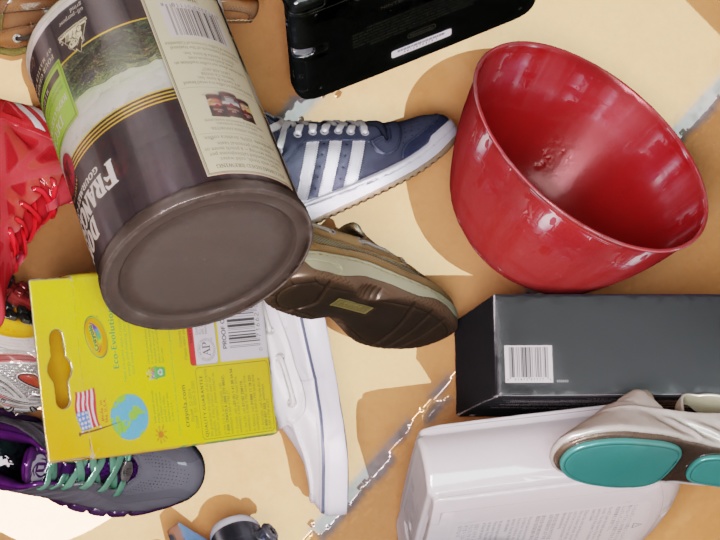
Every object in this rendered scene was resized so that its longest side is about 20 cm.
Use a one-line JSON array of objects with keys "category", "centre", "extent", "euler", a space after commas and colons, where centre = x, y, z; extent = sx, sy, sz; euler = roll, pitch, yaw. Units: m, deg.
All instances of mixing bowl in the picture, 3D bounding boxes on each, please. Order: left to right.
[{"category": "mixing bowl", "centre": [0.139, -0.056, 1.680], "extent": [0.199, 0.201, 0.109], "euler": [31, 125, -9]}]

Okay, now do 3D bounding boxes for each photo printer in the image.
[{"category": "photo printer", "centre": [0.132, 0.160, 1.687], "extent": [0.199, 0.167, 0.070], "euler": [-6, 61, -8]}]

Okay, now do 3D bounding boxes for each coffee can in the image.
[{"category": "coffee can", "centre": [-0.131, -0.083, 1.574], "extent": [0.146, 0.147, 0.201], "euler": [-18, 57, -8]}]

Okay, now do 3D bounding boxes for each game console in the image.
[{"category": "game console", "centre": [0.019, -0.244, 1.677], "extent": [0.199, 0.176, 0.117], "euler": [-22, 59, -12]}]

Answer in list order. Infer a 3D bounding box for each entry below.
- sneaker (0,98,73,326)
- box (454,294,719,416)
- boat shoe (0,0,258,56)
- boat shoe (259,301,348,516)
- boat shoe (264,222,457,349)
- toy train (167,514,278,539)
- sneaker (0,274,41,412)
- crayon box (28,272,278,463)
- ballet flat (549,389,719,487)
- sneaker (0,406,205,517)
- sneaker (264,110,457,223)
[{"category": "sneaker", "centre": [-0.231, -0.044, 1.622], "extent": [0.115, 0.079, 0.201], "euler": [0, 57, -16]}, {"category": "box", "centre": [0.178, 0.063, 1.694], "extent": [0.199, 0.141, 0.079], "euler": [0, 78, -10]}, {"category": "boat shoe", "centre": [-0.169, -0.181, 1.671], "extent": [0.199, 0.072, 0.068], "euler": [3, 97, 0]}, {"category": "boat shoe", "centre": [-0.051, 0.083, 1.703], "extent": [0.065, 0.074, 0.201], "euler": [-10, 84, -5]}, {"category": "boat shoe", "centre": [0.000, 0.000, 1.672], "extent": [0.071, 0.200, 0.077], "euler": [-29, 60, 25]}, {"category": "toy train", "centre": [-0.088, 0.259, 1.644], "extent": [0.114, 0.201, 0.087], "euler": [-37, 134, 14]}, {"category": "sneaker", "centre": [-0.223, 0.064, 1.676], "extent": [0.199, 0.078, 0.082], "euler": [24, 115, -13]}, {"category": "crayon box", "centre": [-0.153, 0.062, 1.614], "extent": [0.199, 0.051, 0.128], "euler": [-3, 86, -43]}, {"category": "ballet flat", "centre": [0.213, 0.114, 1.602], "extent": [0.199, 0.069, 0.070], "euler": [5, 92, -22]}, {"category": "sneaker", "centre": [-0.208, 0.144, 1.663], "extent": [0.199, 0.088, 0.075], "euler": [7, 98, -9]}, {"category": "sneaker", "centre": [-0.034, -0.095, 1.692], "extent": [0.199, 0.070, 0.109], "euler": [-26, 98, -4]}]
